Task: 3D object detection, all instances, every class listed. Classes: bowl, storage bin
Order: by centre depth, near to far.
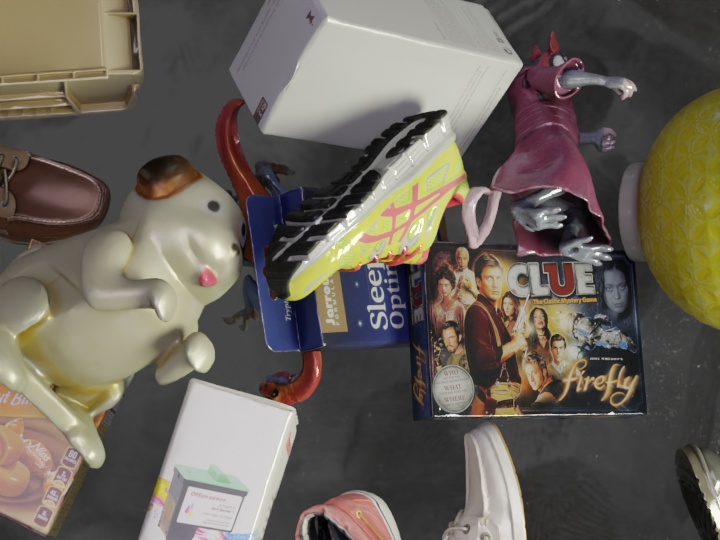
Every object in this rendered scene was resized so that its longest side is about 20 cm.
[{"bbox_3d":[0.268,-0.047,1.184,0.106,0.200,0.203,-1,78,28],"label":"bowl"},{"bbox_3d":[-0.278,-0.232,1.197,0.196,0.094,0.203,-4,80,-6],"label":"storage bin"}]

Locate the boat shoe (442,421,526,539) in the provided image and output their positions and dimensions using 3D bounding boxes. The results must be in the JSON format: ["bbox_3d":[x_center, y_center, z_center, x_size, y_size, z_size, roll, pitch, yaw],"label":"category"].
[{"bbox_3d":[0.093,0.221,1.160,0.068,0.071,0.203,-6,82,-6],"label":"boat shoe"}]

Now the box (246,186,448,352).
[{"bbox_3d":[0.000,0.000,1.149,0.199,0.032,0.123,0,78,-46],"label":"box"}]

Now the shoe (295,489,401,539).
[{"bbox_3d":[0.015,0.265,1.123,0.071,0.091,0.202,-30,77,20],"label":"shoe"}]

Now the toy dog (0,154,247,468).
[{"bbox_3d":[-0.168,0.014,1.085,0.199,0.194,0.140,-38,121,-2],"label":"toy dog"}]

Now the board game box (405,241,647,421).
[{"bbox_3d":[0.133,0.049,1.178,0.198,0.035,0.137,1,79,-25],"label":"board game box"}]

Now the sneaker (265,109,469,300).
[{"bbox_3d":[0.015,-0.032,1.089,0.200,0.078,0.091,-41,115,-26],"label":"sneaker"}]

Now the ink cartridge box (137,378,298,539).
[{"bbox_3d":[-0.115,0.193,1.109,0.083,0.145,0.202,17,79,1],"label":"ink cartridge box"}]

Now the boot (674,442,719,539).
[{"bbox_3d":[0.370,0.182,1.190,0.198,0.073,0.183,-27,97,-2],"label":"boot"}]

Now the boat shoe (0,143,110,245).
[{"bbox_3d":[-0.299,-0.067,1.176,0.197,0.072,0.077,7,80,-3],"label":"boat shoe"}]

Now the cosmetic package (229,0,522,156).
[{"bbox_3d":[0.013,-0.157,1.147,0.198,0.113,0.082,8,40,-37],"label":"cosmetic package"}]

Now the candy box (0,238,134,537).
[{"bbox_3d":[-0.248,0.092,1.161,0.114,0.055,0.202,24,79,1],"label":"candy box"}]

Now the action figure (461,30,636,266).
[{"bbox_3d":[0.145,-0.100,1.186,0.147,0.134,0.202,-7,59,2],"label":"action figure"}]

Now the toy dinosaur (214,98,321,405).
[{"bbox_3d":[-0.076,0.006,1.150,0.104,0.200,0.183,-25,51,7],"label":"toy dinosaur"}]
